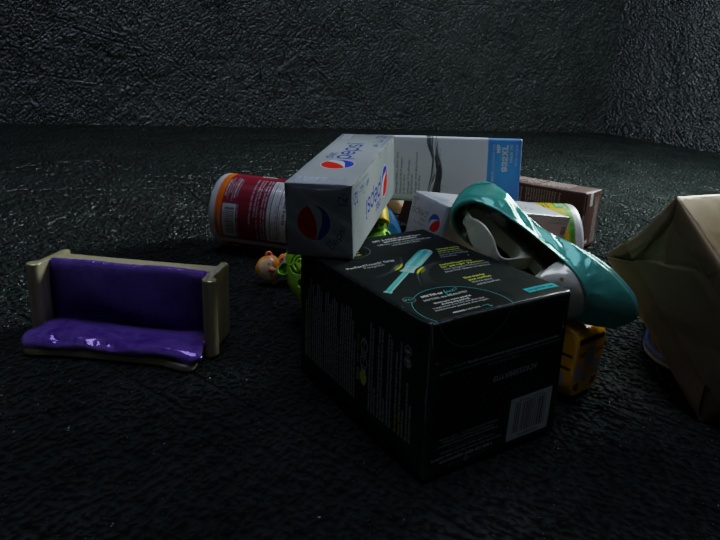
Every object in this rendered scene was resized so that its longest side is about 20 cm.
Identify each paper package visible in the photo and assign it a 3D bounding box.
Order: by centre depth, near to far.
[{"bbox_3d":[0.375,0.024,0.598,0.197,0.104,0.193,-7,61,-28],"label":"paper package"}]

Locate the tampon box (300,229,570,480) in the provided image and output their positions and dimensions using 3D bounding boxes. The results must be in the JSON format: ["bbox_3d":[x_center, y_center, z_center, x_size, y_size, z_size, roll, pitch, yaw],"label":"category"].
[{"bbox_3d":[0.054,0.056,0.546,0.148,0.128,0.199,-10,22,-30],"label":"tampon box"}]

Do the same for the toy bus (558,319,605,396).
[{"bbox_3d":[0.147,0.052,0.646,0.065,0.080,0.198,-8,21,-45],"label":"toy bus"}]

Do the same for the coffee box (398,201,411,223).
[{"bbox_3d":[0.140,-0.123,1.032,0.079,0.116,0.200,20,9,17],"label":"coffee box"}]

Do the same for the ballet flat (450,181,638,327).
[{"bbox_3d":[0.158,-0.006,0.576,0.070,0.068,0.200,-29,62,-35],"label":"ballet flat"}]

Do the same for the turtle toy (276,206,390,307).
[{"bbox_3d":[0.000,0.000,0.721,0.197,0.148,0.101,-1,-21,-14],"label":"turtle toy"}]

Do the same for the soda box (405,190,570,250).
[{"bbox_3d":[0.147,-0.044,0.711,0.197,0.069,0.064,1,21,-34],"label":"soda box"}]

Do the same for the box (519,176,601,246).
[{"bbox_3d":[0.327,-0.113,1.135,0.198,0.102,0.074,20,25,40],"label":"box"}]

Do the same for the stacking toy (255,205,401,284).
[{"bbox_3d":[-0.043,-0.020,0.827,0.197,0.118,0.110,-10,17,-4],"label":"stacking toy"}]

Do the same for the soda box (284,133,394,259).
[{"bbox_3d":[-0.013,-0.081,0.613,0.062,0.069,0.200,5,25,12],"label":"soda box"}]

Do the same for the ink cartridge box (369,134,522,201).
[{"bbox_3d":[0.103,-0.139,0.846,0.196,0.085,0.145,1,11,-2],"label":"ink cartridge box"}]

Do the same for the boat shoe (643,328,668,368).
[{"bbox_3d":[0.359,0.050,0.698,0.071,0.074,0.200,9,20,14],"label":"boat shoe"}]

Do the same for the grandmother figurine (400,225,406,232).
[{"bbox_3d":[0.048,-0.060,1.002,0.120,0.062,0.199,-17,23,-26],"label":"grandmother figurine"}]

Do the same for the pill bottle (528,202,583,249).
[{"bbox_3d":[0.203,-0.043,0.887,0.196,0.113,0.111,2,18,-4],"label":"pill bottle"}]

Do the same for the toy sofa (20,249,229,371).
[{"bbox_3d":[-0.237,0.036,0.630,0.196,0.084,0.098,5,17,6],"label":"toy sofa"}]

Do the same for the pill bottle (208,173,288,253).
[{"bbox_3d":[-0.123,-0.084,0.957,0.197,0.115,0.113,8,19,13],"label":"pill bottle"}]

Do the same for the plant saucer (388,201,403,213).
[{"bbox_3d":[0.100,-0.161,1.343,0.197,0.036,0.201,3,18,-1],"label":"plant saucer"}]
